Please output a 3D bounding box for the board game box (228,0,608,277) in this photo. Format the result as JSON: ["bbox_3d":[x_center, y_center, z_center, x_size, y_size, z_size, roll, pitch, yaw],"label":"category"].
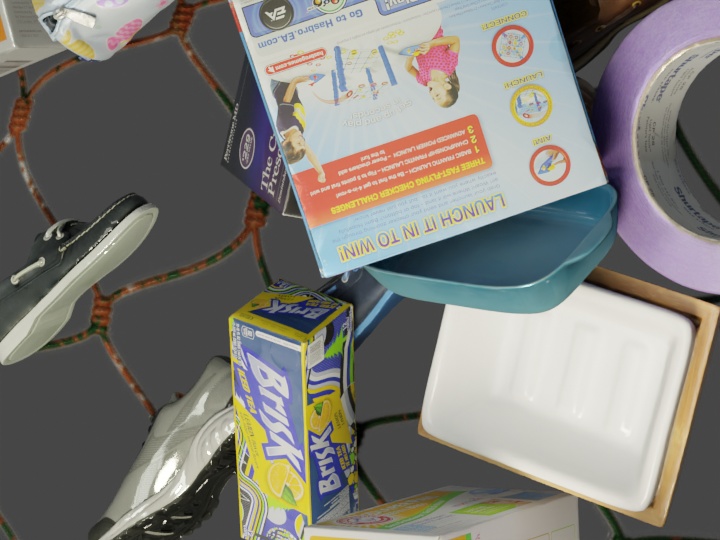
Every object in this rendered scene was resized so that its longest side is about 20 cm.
[{"bbox_3d":[0.037,-0.121,1.636,0.200,0.056,0.196,-18,102,0],"label":"board game box"}]

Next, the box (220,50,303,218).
[{"bbox_3d":[-0.025,-0.147,1.795,0.141,0.079,0.200,-140,60,-64],"label":"box"}]

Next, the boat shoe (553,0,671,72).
[{"bbox_3d":[0.169,-0.201,1.712,0.200,0.068,0.072,-43,72,27],"label":"boat shoe"}]

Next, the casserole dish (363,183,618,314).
[{"bbox_3d":[0.088,-0.018,1.690,0.200,0.121,0.039,9,134,42],"label":"casserole dish"}]

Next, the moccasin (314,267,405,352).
[{"bbox_3d":[0.000,0.000,1.823,0.068,0.080,0.200,46,114,7],"label":"moccasin"}]

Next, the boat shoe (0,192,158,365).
[{"bbox_3d":[-0.237,-0.004,1.974,0.200,0.076,0.060,-42,78,26],"label":"boat shoe"}]

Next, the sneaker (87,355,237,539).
[{"bbox_3d":[-0.141,0.147,1.937,0.200,0.074,0.079,-46,62,19],"label":"sneaker"}]

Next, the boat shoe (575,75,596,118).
[{"bbox_3d":[0.070,-0.095,1.715,0.069,0.200,0.074,-105,16,-47],"label":"boat shoe"}]

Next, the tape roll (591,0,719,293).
[{"bbox_3d":[0.255,-0.086,1.663,0.200,0.066,0.200,3,95,31],"label":"tape roll"}]

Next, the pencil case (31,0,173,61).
[{"bbox_3d":[-0.161,-0.243,1.898,0.200,0.091,0.083,-37,75,28],"label":"pencil case"}]

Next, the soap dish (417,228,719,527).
[{"bbox_3d":[0.148,0.069,1.740,0.200,0.081,0.158,19,104,29],"label":"soap dish"}]

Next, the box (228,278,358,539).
[{"bbox_3d":[-0.047,0.111,1.832,0.070,0.064,0.200,19,126,29],"label":"box"}]

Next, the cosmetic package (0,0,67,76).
[{"bbox_3d":[-0.313,-0.256,2.002,0.101,0.071,0.200,-19,84,31],"label":"cosmetic package"}]

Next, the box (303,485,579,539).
[{"bbox_3d":[0.059,0.214,1.736,0.112,0.200,0.101,0,94,32],"label":"box"}]
